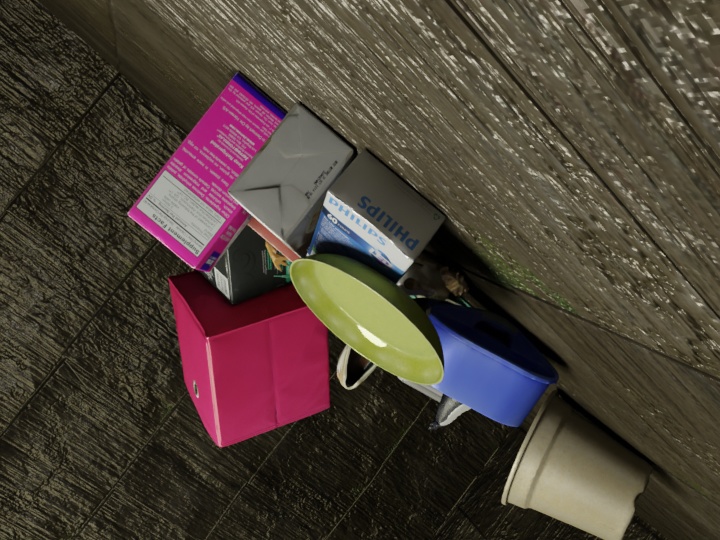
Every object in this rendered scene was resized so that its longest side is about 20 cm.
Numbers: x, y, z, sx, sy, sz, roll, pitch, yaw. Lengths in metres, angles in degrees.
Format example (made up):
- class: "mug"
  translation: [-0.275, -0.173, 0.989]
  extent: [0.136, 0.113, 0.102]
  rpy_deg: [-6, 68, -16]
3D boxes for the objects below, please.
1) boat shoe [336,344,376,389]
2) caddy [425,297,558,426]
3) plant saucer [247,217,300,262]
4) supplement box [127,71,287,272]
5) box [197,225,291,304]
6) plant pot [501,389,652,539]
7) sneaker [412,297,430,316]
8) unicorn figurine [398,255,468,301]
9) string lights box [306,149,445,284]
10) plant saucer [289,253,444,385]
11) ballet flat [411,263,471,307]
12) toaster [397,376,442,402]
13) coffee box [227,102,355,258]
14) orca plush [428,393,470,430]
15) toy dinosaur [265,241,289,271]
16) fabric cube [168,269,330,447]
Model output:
- class: "boat shoe"
  translation: [0.027, 0.094, 1.073]
  extent: [0.074, 0.203, 0.069]
  rpy_deg: [24, -162, -7]
- class: "caddy"
  translation: [0.156, 0.105, 0.906]
  extent: [0.197, 0.106, 0.142]
  rpy_deg: [27, -168, -3]
- class: "plant saucer"
  translation: [-0.086, -0.094, 0.957]
  extent: [0.199, 0.037, 0.200]
  rpy_deg: [40, -152, 0]
- class: "supplement box"
  translation: [-0.162, -0.108, 0.827]
  extent: [0.103, 0.201, 0.101]
  rpy_deg: [39, 177, 0]
- class: "box"
  translation: [-0.148, -0.061, 1.093]
  extent: [0.148, 0.198, 0.126]
  rpy_deg: [35, 136, 42]
- class: "plant pot"
  translation: [0.349, 0.323, 1.120]
  extent: [0.181, 0.203, 0.200]
  rpy_deg: [25, 172, 23]
- class: "sneaker"
  translation: [0.044, 0.079, 0.889]
  extent: [0.070, 0.085, 0.200]
  rpy_deg: [-5, 178, -8]
- class: "unicorn figurine"
  translation: [0.051, 0.001, 0.909]
  extent: [0.198, 0.075, 0.137]
  rpy_deg: [30, -173, 32]
- class: "string lights box"
  translation: [0.007, -0.030, 0.730]
  extent: [0.102, 0.059, 0.200]
  rpy_deg: [40, 160, 3]
- class: "plant saucer"
  translation: [0.011, 0.046, 0.750]
  extent: [0.198, 0.031, 0.201]
  rpy_deg: [32, 158, 14]
- class: "ballet flat"
  translation: [0.118, 0.045, 1.027]
  extent: [0.199, 0.068, 0.070]
  rpy_deg: [41, 152, -20]
- class: "toaster"
  translation: [0.117, 0.131, 1.167]
  extent: [0.128, 0.114, 0.201]
  rpy_deg: [27, -153, -28]
- class: "coffee box"
  translation: [-0.064, -0.086, 0.778]
  extent: [0.079, 0.115, 0.200]
  rpy_deg: [39, 176, 5]
- class: "orca plush"
  translation: [0.171, 0.159, 1.057]
  extent: [0.103, 0.201, 0.072]
  rpy_deg: [3, -130, -31]
- class: "toy dinosaur"
  translation: [-0.113, -0.060, 0.977]
  extent: [0.197, 0.061, 0.107]
  rpy_deg: [18, -143, -34]
- class: "fabric cube"
  translation: [-0.174, 0.114, 1.117]
  extent: [0.196, 0.197, 0.203]
  rpy_deg: [42, 140, 49]
